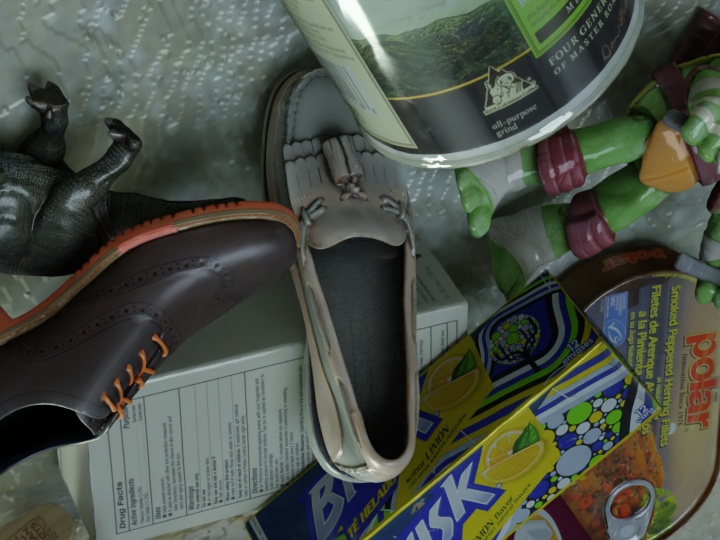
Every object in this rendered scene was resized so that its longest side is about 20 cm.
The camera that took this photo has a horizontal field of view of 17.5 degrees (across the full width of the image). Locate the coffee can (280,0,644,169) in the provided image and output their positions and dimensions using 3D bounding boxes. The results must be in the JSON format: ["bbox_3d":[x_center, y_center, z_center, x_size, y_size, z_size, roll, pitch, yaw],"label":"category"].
[{"bbox_3d":[0.019,-0.163,1.004,0.146,0.146,0.200,-34,130,0],"label":"coffee can"}]

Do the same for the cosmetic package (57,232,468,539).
[{"bbox_3d":[-0.050,0.059,1.171,0.200,0.073,0.104,-12,127,-17],"label":"cosmetic package"}]

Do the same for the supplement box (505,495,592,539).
[{"bbox_3d":[0.074,0.184,1.275,0.085,0.111,0.200,-8,138,29],"label":"supplement box"}]

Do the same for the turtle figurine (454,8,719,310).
[{"bbox_3d":[0.154,-0.028,1.145,0.194,0.200,0.144,-17,173,11],"label":"turtle figurine"}]

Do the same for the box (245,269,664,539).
[{"bbox_3d":[0.044,0.097,1.156,0.200,0.064,0.070,-41,132,5],"label":"box"}]

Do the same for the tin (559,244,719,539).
[{"bbox_3d":[0.147,0.074,1.299,0.112,0.042,0.200,-11,126,-14],"label":"tin"}]

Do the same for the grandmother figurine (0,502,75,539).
[{"bbox_3d":[-0.145,0.183,1.189,0.061,0.121,0.200,-33,155,-15],"label":"grandmother figurine"}]

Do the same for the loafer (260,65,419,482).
[{"bbox_3d":[0.000,0.000,1.098,0.072,0.063,0.200,-8,89,-16],"label":"loafer"}]

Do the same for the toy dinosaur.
[{"bbox_3d":[-0.156,-0.032,1.072,0.200,0.077,0.102,-5,136,-28],"label":"toy dinosaur"}]

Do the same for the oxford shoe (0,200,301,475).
[{"bbox_3d":[-0.109,0.037,1.060,0.200,0.073,0.071,-29,146,3],"label":"oxford shoe"}]
